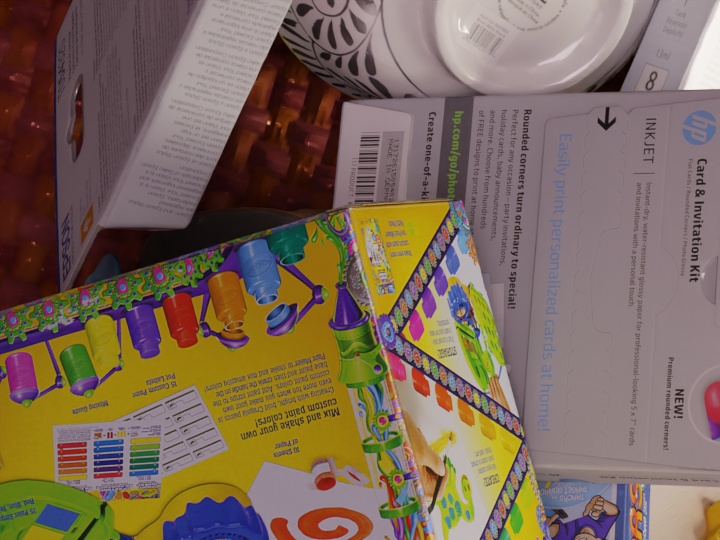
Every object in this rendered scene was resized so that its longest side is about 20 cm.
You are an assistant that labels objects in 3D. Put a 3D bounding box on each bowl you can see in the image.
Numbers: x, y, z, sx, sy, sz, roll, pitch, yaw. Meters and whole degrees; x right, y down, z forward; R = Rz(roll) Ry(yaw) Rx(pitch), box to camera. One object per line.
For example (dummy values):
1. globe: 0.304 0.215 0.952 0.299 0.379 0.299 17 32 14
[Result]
1. bowl: 0.060 -0.133 1.170 0.200 0.094 0.201 -8 123 -12

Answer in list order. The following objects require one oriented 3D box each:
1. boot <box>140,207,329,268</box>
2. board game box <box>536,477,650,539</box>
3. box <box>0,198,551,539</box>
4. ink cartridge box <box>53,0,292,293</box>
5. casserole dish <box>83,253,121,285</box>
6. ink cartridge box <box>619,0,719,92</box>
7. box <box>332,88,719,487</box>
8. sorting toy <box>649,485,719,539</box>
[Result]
1. boot: 0.000 0.000 1.249 0.199 0.075 0.074 2 111 18
2. board game box: 0.023 0.122 1.162 0.199 0.034 0.136 -7 65 24
3. box: -0.045 0.091 1.076 0.199 0.122 0.193 -16 86 22
4. ink cartridge box: -0.077 -0.115 1.157 0.043 0.197 0.200 15 126 -18
5. casserole dish: -0.120 0.094 1.235 0.039 0.121 0.201 14 93 -15
6. ink cartridge box: 0.214 -0.119 1.195 0.162 0.057 0.201 22 90 -32
7. box: 0.082 0.007 1.125 0.199 0.041 0.157 -1 78 27
8. sorting toy: 0.171 0.106 1.209 0.180 0.200 0.107 51 138 11
